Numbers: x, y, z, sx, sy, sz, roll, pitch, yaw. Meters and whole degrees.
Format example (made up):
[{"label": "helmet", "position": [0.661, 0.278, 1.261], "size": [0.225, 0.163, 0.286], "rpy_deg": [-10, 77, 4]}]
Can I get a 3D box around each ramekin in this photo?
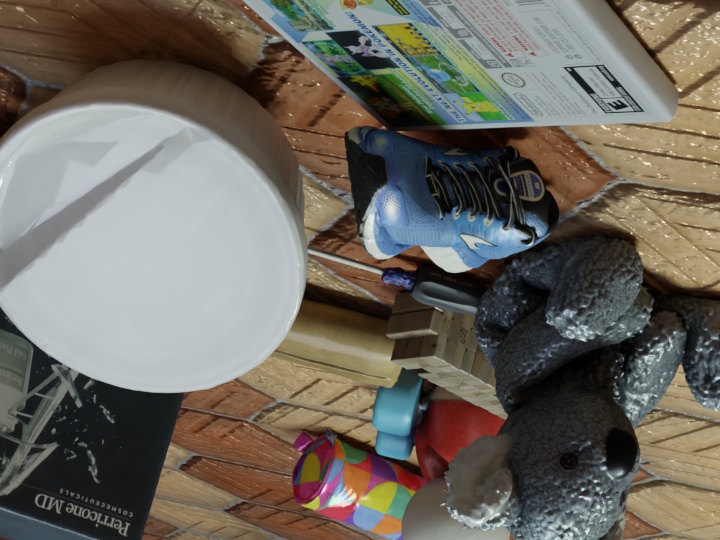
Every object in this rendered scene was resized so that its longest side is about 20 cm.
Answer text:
[{"label": "ramekin", "position": [-0.124, -0.034, 1.022], "size": [0.201, 0.094, 0.203], "rpy_deg": [4, 124, 6]}]

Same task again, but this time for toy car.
[{"label": "toy car", "position": [0.089, 0.207, 1.498], "size": [0.183, 0.201, 0.177], "rpy_deg": [13, 161, 6]}]

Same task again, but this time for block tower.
[{"label": "block tower", "position": [0.109, 0.078, 1.340], "size": [0.200, 0.054, 0.058], "rpy_deg": [28, 158, -33]}]

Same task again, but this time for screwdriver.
[{"label": "screwdriver", "position": [0.000, 0.000, 1.230], "size": [0.199, 0.029, 0.028], "rpy_deg": [12, 162, -8]}]

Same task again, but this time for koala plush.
[{"label": "koala plush", "position": [0.144, 0.105, 1.160], "size": [0.177, 0.201, 0.183], "rpy_deg": [26, 159, -30]}]

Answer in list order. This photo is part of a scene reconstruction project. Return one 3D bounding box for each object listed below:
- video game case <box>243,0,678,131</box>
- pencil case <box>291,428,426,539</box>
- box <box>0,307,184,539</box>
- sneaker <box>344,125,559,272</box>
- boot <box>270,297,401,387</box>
[{"label": "video game case", "position": [0.040, -0.126, 0.862], "size": [0.182, 0.022, 0.200], "rpy_deg": [1, 158, 35]}, {"label": "pencil case", "position": [0.021, 0.239, 1.832], "size": [0.199, 0.089, 0.088], "rpy_deg": [27, 158, -26]}, {"label": "box", "position": [-0.229, 0.076, 1.163], "size": [0.199, 0.198, 0.124], "rpy_deg": [21, 160, -17]}, {"label": "sneaker", "position": [0.057, -0.047, 0.981], "size": [0.089, 0.079, 0.200], "rpy_deg": [-13, 170, 26]}, {"label": "boot", "position": [-0.057, 0.035, 1.341], "size": [0.199, 0.066, 0.175], "rpy_deg": [16, 171, -4]}]
